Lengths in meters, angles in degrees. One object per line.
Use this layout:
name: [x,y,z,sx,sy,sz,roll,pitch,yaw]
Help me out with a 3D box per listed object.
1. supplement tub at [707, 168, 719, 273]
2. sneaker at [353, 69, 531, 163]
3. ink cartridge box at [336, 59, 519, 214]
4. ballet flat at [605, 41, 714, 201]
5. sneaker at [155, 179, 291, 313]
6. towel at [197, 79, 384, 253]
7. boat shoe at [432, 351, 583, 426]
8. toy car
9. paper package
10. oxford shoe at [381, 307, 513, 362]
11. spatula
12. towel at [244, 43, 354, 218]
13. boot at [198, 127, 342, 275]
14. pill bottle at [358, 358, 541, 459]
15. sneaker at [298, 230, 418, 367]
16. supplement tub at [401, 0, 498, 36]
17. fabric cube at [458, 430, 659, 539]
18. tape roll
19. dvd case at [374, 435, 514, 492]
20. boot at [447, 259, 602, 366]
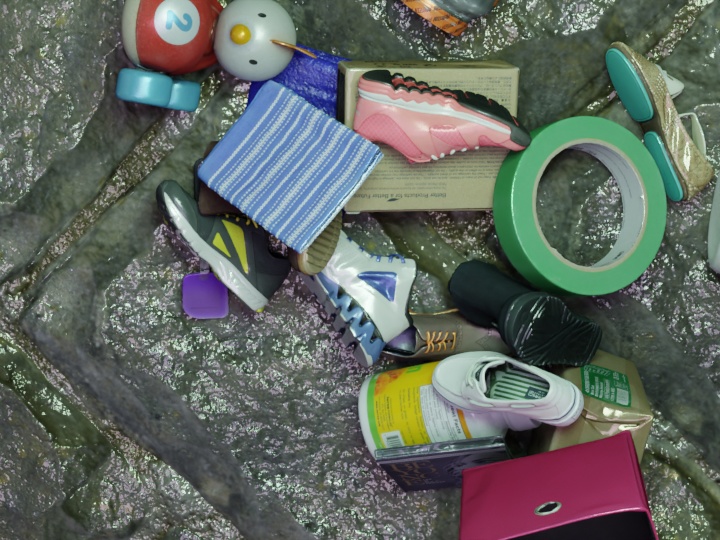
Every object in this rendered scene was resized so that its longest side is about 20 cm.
supplement tub: [0.496,-0.054,1.617,0.199,0.145,0.146,9,106,5]
sneaker: [0.085,-0.154,1.595,0.199,0.074,0.087,15,112,-6]
ink cartridge box: [0.074,-0.153,1.658,0.199,0.075,0.166,-1,106,-10]
ballet flat: [0.343,-0.176,1.656,0.065,0.070,0.201,-29,103,-14]
sneaker: [-0.162,-0.043,1.739,0.085,0.074,0.200,-44,116,-8]
towel: [-0.082,-0.118,1.598,0.145,0.024,0.200,-51,50,-4]
boat shoe: [0.150,0.118,1.598,0.199,0.067,0.074,5,67,42]
toy car: [-0.147,-0.263,1.621,0.199,0.177,0.185,11,95,13]
paper package: [0.257,0.202,1.689,0.103,0.200,0.192,13,105,2]
oxford shoe: [0.092,0.085,1.744,0.199,0.073,0.072,2,105,7]
spatula: [-0.191,-0.037,1.776,0.056,0.021,0.201,-3,102,-8]
towel: [-0.070,-0.159,1.714,0.147,0.050,0.201,16,106,2]
boot: [-0.106,-0.075,1.649,0.166,0.072,0.201,-11,61,27]
pill bottle: [0.108,0.161,1.726,0.199,0.111,0.112,-13,103,22]
sneaker: [0.000,0.001,1.703,0.115,0.081,0.200,-30,87,-17]
supplement tub: [0.125,-0.365,1.596,0.122,0.123,0.200,35,107,-2]
fabric cube: [0.219,0.308,1.515,0.195,0.199,0.201,-15,105,10]
tape roll: [0.247,-0.071,1.643,0.199,0.048,0.202,2,86,-22]
dvd case: [0.107,0.231,1.729,0.148,0.200,0.016,-7,69,9]
boot: [0.160,0.042,1.639,0.168,0.200,0.077,27,95,35]
